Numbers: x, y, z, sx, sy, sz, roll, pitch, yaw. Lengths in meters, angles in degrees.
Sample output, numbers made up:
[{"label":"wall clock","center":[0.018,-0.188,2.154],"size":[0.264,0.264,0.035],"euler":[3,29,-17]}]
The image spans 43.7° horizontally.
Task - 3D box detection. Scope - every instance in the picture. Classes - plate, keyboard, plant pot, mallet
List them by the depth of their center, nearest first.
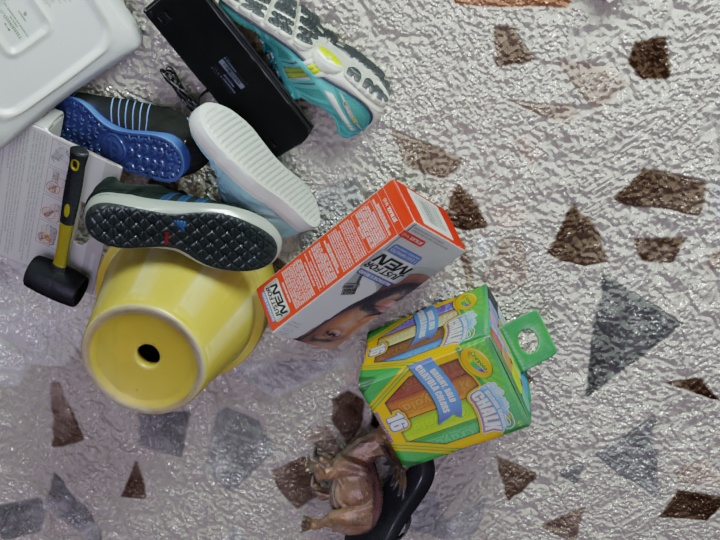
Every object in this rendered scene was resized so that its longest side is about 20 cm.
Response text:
[{"label":"plate","center":[-0.325,-0.236,0.836],"size":[0.200,0.032,0.200],"euler":[-41,132,-13]},{"label":"keyboard","center":[-0.144,-0.194,0.919],"size":[0.127,0.021,0.200],"euler":[-22,117,37]},{"label":"mallet","center":[-0.322,-0.050,0.954],"size":[0.065,0.041,0.201],"euler":[17,125,3]},{"label":"plant pot","center":[-0.204,0.050,0.971],"size":[0.199,0.189,0.202],"euler":[2,115,5]}]

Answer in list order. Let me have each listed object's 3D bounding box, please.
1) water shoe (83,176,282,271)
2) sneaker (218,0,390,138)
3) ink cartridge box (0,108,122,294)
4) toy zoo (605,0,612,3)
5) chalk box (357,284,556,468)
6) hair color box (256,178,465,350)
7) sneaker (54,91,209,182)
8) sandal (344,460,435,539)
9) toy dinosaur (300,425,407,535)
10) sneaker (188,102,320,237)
[{"label":"water shoe","center":[-0.176,-0.057,0.913],"size":[0.199,0.079,0.072],"euler":[12,123,-15]},{"label":"sneaker","center":[-0.064,-0.208,0.898],"size":[0.200,0.078,0.080],"euler":[38,123,-11]},{"label":"ink cartridge box","center":[-0.351,-0.085,0.981],"size":[0.175,0.045,0.201],"euler":[23,130,-5]},{"label":"toy zoo","center":[0.220,-0.365,0.815],"size":[0.131,0.020,0.200],"euler":[-38,105,21]},{"label":"chalk box","center":[0.115,0.109,0.993],"size":[0.199,0.124,0.125],"euler":[-23,111,17]},{"label":"hair color box","center":[0.000,0.000,0.962],"size":[0.200,0.064,0.111],"euler":[-37,148,22]},{"label":"sneaker","center":[-0.244,-0.147,0.956],"size":[0.199,0.078,0.071],"euler":[23,121,20]},{"label":"sandal","center":[0.042,0.310,1.130],"size":[0.043,0.076,0.201],"euler":[17,120,-31]},{"label":"toy dinosaur","center":[0.001,0.270,1.102],"size":[0.135,0.086,0.201],"euler":[8,116,5]},{"label":"sneaker","center":[-0.125,-0.088,0.927],"size":[0.082,0.074,0.200],"euler":[-23,137,21]}]
